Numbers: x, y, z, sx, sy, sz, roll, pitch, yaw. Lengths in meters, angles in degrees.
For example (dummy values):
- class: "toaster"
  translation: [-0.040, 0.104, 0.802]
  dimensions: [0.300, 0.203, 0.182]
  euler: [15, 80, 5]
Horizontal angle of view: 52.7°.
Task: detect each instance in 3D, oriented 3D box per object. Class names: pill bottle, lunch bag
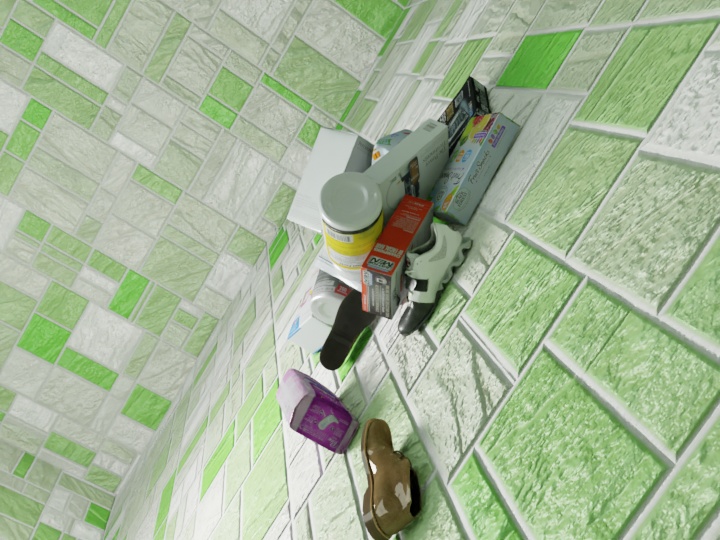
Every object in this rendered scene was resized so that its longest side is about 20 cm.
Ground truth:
- class: "pill bottle"
  translation: [-0.013, -0.072, 1.300]
  dimensions: [0.201, 0.112, 0.116]
  euler: [85, -155, -60]
- class: "pill bottle"
  translation: [-0.038, 0.010, 1.620]
  dimensions: [0.114, 0.112, 0.203]
  euler: [-40, 27, 50]
- class: "lunch bag"
  translation: [0.073, -0.173, 1.460]
  dimensions: [0.160, 0.074, 0.204]
  euler: [-33, -43, -49]

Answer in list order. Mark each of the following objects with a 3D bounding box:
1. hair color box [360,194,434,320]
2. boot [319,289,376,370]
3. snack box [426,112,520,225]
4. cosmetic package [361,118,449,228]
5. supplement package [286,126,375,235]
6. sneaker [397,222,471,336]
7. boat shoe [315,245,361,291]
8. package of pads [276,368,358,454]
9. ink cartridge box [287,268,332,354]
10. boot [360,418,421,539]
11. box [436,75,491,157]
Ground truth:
- class: "hair color box"
  translation: [0.068, -0.027, 1.297]
  dimensions: [0.112, 0.063, 0.201]
  euler: [87, -154, -45]
- class: "boot"
  translation: [-0.019, 0.106, 1.472]
  dimensions: [0.202, 0.073, 0.075]
  euler: [-57, -4, -3]
- class: "snack box"
  translation: [0.200, -0.187, 1.339]
  dimensions: [0.203, 0.052, 0.142]
  euler: [-61, 14, 0]
- class: "cosmetic package"
  translation: [0.092, -0.168, 1.375]
  dimensions: [0.200, 0.051, 0.153]
  euler: [-42, -35, -27]
- class: "supplement package"
  translation: [-0.043, -0.169, 1.476]
  dimensions: [0.116, 0.116, 0.204]
  euler: [21, 90, 43]
- class: "sneaker"
  translation: [0.101, 0.011, 1.237]
  dimensions: [0.203, 0.087, 0.074]
  euler: [-61, 16, 3]
- class: "boat shoe"
  translation: [0.000, 0.000, 1.405]
  dimensions: [0.068, 0.197, 0.073]
  euler: [-66, -21, 4]
- class: "package of pads"
  translation: [-0.085, 0.253, 1.330]
  dimensions: [0.077, 0.119, 0.200]
  euler: [-59, 14, -2]
- class: "ink cartridge box"
  translation: [-0.084, 0.074, 1.726]
  dimensions: [0.144, 0.084, 0.203]
  euler: [-41, 23, 50]
- class: "boot"
  translation: [0.045, 0.274, 1.002]
  dimensions: [0.075, 0.074, 0.201]
  euler: [-34, 28, 17]
- class: "box"
  translation: [0.207, -0.296, 1.523]
  dimensions: [0.158, 0.049, 0.202]
  euler: [-51, 18, 32]
